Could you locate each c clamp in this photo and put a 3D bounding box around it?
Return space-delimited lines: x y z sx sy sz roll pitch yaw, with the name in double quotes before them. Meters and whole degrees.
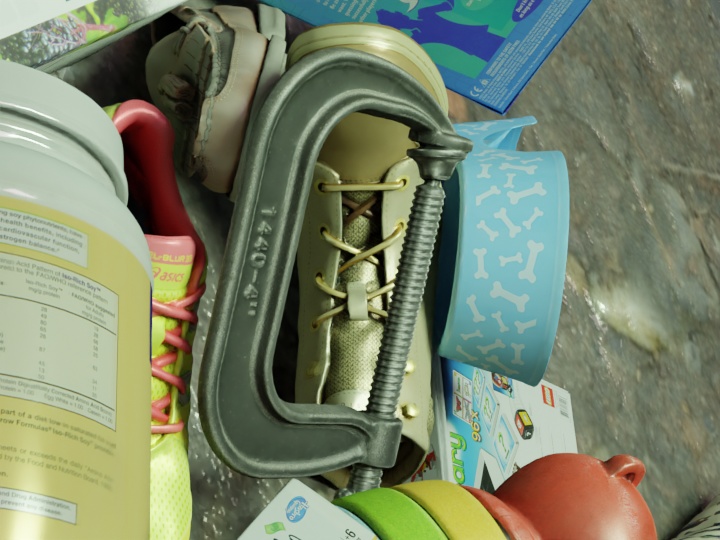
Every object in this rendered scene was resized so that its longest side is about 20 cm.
"c clamp" 0.001 0.010 0.759 0.171 0.027 0.201 -1 103 -44

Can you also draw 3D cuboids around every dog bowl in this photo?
"dog bowl" 0.061 -0.015 0.913 0.200 0.049 0.112 -98 -166 -75

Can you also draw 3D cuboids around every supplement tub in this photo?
"supplement tub" -0.141 0.045 0.607 0.145 0.145 0.201 26 51 -43

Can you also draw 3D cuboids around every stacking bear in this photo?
"stacking bear" 0.033 0.135 0.743 0.199 0.122 0.114 -19 43 -25

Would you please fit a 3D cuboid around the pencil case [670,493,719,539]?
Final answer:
"pencil case" 0.211 0.174 1.048 0.200 0.089 0.078 -23 90 -55

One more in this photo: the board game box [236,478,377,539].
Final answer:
"board game box" -0.073 0.174 0.584 0.034 0.200 0.134 34 36 9

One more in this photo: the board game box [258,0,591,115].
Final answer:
"board game box" 0.020 -0.173 0.883 0.200 0.152 0.045 24 48 -14

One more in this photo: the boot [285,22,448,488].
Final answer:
"boot" 0.000 0.000 0.828 0.200 0.073 0.156 86 7 -60

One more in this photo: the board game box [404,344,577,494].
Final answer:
"board game box" 0.070 0.141 0.927 0.126 0.035 0.201 25 52 -45

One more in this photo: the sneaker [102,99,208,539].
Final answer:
"sneaker" -0.095 0.022 0.718 0.078 0.090 0.201 4 65 -37

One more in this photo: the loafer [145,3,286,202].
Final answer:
"loafer" -0.068 -0.079 0.798 0.063 0.072 0.200 15 16 -6

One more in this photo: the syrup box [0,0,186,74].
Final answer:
"syrup box" -0.156 -0.109 0.733 0.200 0.081 0.079 -36 101 -53
